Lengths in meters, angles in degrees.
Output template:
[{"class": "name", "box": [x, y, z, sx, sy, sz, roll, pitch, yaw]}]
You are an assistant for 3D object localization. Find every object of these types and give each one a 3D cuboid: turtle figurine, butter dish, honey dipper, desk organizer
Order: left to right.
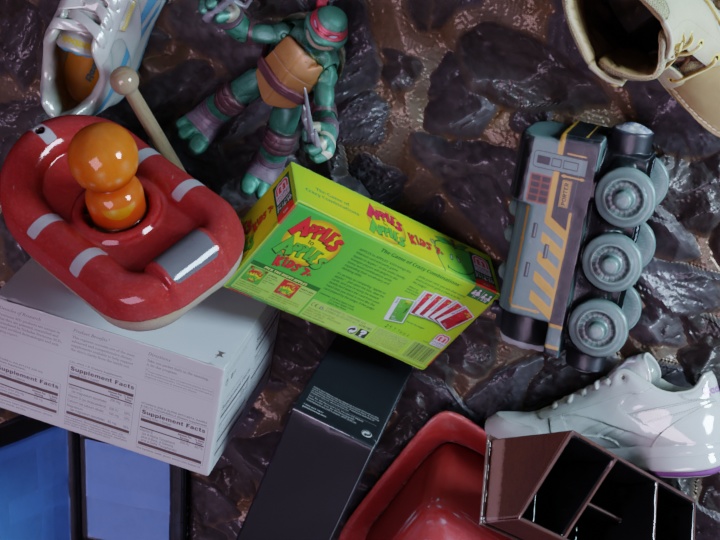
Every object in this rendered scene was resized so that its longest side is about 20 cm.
[{"class": "honey dipper", "box": [-0.150, -0.082, 1.274, 0.038, 0.038, 0.200, -10, 133, 21]}, {"class": "turtle figurine", "box": [-0.060, -0.145, 1.217, 0.150, 0.101, 0.200, 51, 138, 9]}, {"class": "butter dish", "box": [0.086, 0.259, 1.345, 0.199, 0.148, 0.200, 35, 121, -1]}, {"class": "desk organizer", "box": [0.183, 0.188, 1.245, 0.077, 0.072, 0.200, -12, 151, 38]}]

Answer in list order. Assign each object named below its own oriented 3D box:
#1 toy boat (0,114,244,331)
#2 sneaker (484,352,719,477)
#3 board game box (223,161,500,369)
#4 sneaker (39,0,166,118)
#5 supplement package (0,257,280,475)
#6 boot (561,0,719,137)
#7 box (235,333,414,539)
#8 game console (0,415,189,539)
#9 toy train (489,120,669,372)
[{"class": "toy boat", "box": [-0.185, -0.057, 1.177, 0.200, 0.130, 0.131, 35, 149, 30]}, {"class": "sneaker", "box": [0.200, 0.115, 1.295, 0.200, 0.075, 0.100, 0, 93, 20]}, {"class": "board game box", "box": [0.000, 0.000, 1.249, 0.200, 0.048, 0.102, 24, 125, -30]}, {"class": "sneaker", "box": [-0.200, -0.206, 1.241, 0.076, 0.081, 0.200, 22, 119, 8]}, {"class": "supplement package", "box": [-0.185, 0.057, 1.323, 0.200, 0.156, 0.111, 17, 122, 8]}, {"class": "boot", "box": [0.214, -0.151, 1.095, 0.073, 0.155, 0.200, -30, 104, 27]}, {"class": "box", "box": [-0.037, 0.171, 1.343, 0.079, 0.141, 0.200, 27, 120, 6]}, {"class": "game console", "box": [-0.255, 0.224, 1.451, 0.172, 0.119, 0.200, 11, 119, 12]}, {"class": "toy train", "box": [0.165, -0.022, 1.214, 0.114, 0.085, 0.200, 15, 111, 16]}]
